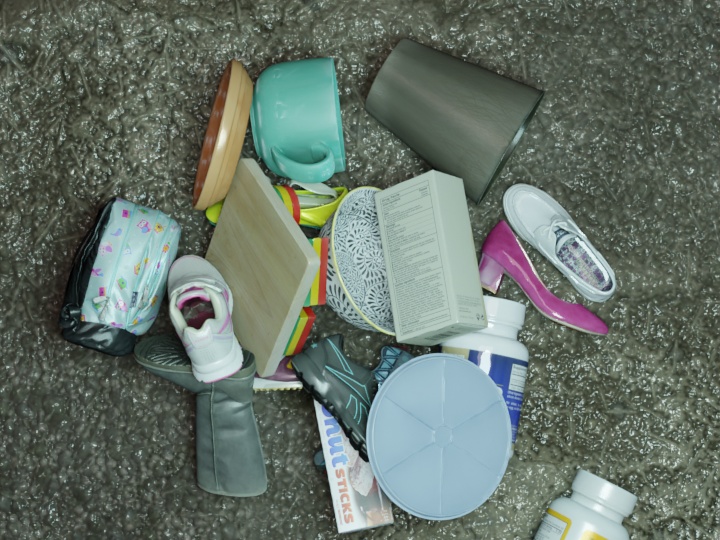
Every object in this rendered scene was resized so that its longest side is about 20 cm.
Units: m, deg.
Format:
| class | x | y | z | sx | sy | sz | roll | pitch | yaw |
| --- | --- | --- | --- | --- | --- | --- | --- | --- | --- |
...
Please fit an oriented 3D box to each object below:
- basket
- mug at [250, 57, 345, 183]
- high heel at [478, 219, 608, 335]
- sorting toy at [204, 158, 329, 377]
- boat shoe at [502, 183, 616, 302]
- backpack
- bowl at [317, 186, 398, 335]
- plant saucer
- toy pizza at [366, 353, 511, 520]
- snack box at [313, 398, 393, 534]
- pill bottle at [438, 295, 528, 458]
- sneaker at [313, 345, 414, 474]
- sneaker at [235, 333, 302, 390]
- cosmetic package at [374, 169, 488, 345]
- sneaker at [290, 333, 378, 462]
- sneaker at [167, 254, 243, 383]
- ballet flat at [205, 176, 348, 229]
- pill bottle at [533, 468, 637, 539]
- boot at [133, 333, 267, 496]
| class | x | y | z | sx | sy | sz | roll | pitch | yaw |
| --- | --- | --- | --- | --- | --- | --- | --- | --- | --- |
| basket | 0.117 | -0.211 | 1.654 | 0.199 | 0.136 | 0.181 | 30 | 77 | 7 |
| mug | -0.085 | -0.197 | 1.623 | 0.113 | 0.185 | 0.153 | -6 | 100 | 2 |
| high heel | 0.253 | 0.013 | 1.664 | 0.199 | 0.067 | 0.096 | 25 | 89 | 13 |
| sorting toy | -0.111 | -0.006 | 1.583 | 0.069 | 0.200 | 0.200 | -5 | 45 | -34 |
| boat shoe | 0.268 | -0.039 | 1.664 | 0.072 | 0.069 | 0.201 | -36 | 85 | -4 |
| backpack | -0.315 | 0.009 | 1.625 | 0.126 | 0.167 | 0.201 | 20 | 81 | -15 |
| bowl | 0.000 | 0.000 | 1.628 | 0.094 | 0.200 | 0.202 | -22 | 83 | 38 |
| plant saucer | -0.177 | -0.174 | 1.616 | 0.037 | 0.200 | 0.202 | 15 | 84 | -13 |
| toy pizza | 0.095 | 0.202 | 1.517 | 0.199 | 0.032 | 0.202 | 3 | 84 | -23 |
| snack box | -0.012 | 0.228 | 1.576 | 0.071 | 0.024 | 0.202 | -11 | 74 | -2 |
| pill bottle | 0.156 | 0.138 | 1.620 | 0.119 | 0.120 | 0.202 | 10 | 84 | 1 |
| sneaker | 0.002 | 0.183 | 1.648 | 0.200 | 0.079 | 0.095 | -44 | 68 | -9 |
| sneaker | -0.125 | 0.112 | 1.644 | 0.198 | 0.075 | 0.091 | -3 | 90 | -1 |
| cosmetic package | 0.089 | -0.014 | 1.582 | 0.103 | 0.073 | 0.202 | -19 | 71 | 37 |
| sneaker | -0.001 | 0.166 | 1.543 | 0.079 | 0.075 | 0.200 | -36 | 79 | -15 |
| sneaker | -0.199 | 0.041 | 1.546 | 0.081 | 0.089 | 0.201 | -21 | 45 | -6 |
| ballet flat | -0.108 | -0.094 | 1.666 | 0.198 | 0.067 | 0.067 | 3 | 39 | -3 |
| pill bottle | 0.278 | 0.365 | 1.600 | 0.112 | 0.113 | 0.201 | 26 | 84 | 2 |
| boot | -0.205 | 0.190 | 1.608 | 0.181 | 0.073 | 0.201 | 13 | 125 | 19 |
